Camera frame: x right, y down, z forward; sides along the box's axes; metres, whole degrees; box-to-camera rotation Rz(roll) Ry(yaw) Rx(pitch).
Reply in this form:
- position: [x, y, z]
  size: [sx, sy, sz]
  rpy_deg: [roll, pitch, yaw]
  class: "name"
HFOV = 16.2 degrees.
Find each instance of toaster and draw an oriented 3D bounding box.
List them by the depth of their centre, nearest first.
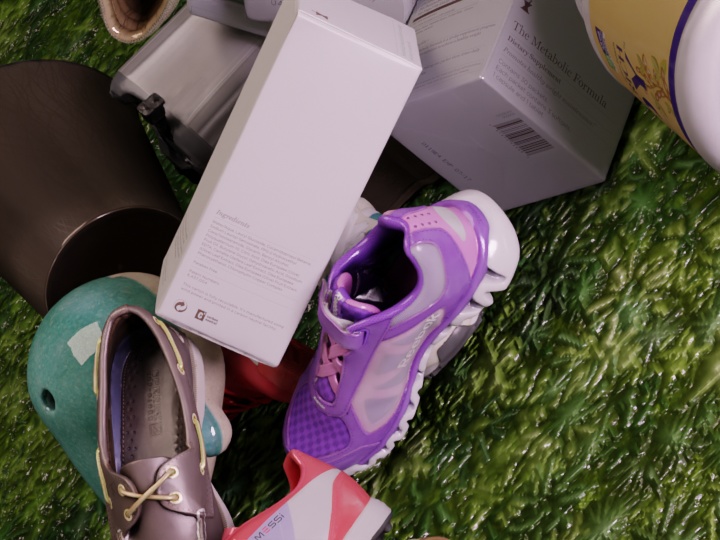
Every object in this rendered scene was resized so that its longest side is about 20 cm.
- position: [-0.083, -0.122, 1.740]
  size: [0.114, 0.200, 0.129]
  rpy_deg: [39, 84, 27]
  class: "toaster"

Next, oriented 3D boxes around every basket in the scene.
- position: [-0.199, -0.042, 1.757]
  size: [0.200, 0.180, 0.136]
  rpy_deg: [48, 137, 48]
  class: "basket"

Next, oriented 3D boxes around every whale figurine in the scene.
- position: [-0.146, 0.104, 1.572]
  size: [0.159, 0.104, 0.201]
  rpy_deg: [2, 103, 50]
  class: "whale figurine"

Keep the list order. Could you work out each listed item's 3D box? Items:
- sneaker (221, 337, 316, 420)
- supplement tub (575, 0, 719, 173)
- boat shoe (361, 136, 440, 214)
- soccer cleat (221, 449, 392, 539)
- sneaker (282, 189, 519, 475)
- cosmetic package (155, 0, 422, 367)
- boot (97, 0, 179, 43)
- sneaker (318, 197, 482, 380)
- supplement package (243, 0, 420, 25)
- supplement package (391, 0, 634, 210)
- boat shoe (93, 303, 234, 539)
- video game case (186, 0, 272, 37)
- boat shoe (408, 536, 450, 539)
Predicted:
- position: [-0.087, 0.086, 1.638]
  size: [0.116, 0.078, 0.200]
  rpy_deg: [-61, 16, 0]
  class: "sneaker"
- position: [0.205, -0.140, 1.370]
  size: [0.145, 0.145, 0.200]
  rpy_deg: [-48, 28, 7]
  class: "supplement tub"
- position: [0.002, -0.073, 1.683]
  size: [0.200, 0.072, 0.068]
  rpy_deg: [-27, 32, 22]
  class: "boat shoe"
- position: [-0.064, 0.183, 1.375]
  size: [0.200, 0.073, 0.068]
  rpy_deg: [-48, -6, -31]
  class: "soccer cleat"
- position: [0.004, 0.035, 1.465]
  size: [0.081, 0.088, 0.200]
  rpy_deg: [48, 116, 30]
  class: "sneaker"
- position: [-0.044, -0.060, 1.485]
  size: [0.200, 0.085, 0.108]
  rpy_deg: [-63, 9, 17]
  class: "cosmetic package"
- position: [-0.110, -0.252, 1.558]
  size: [0.155, 0.072, 0.200]
  rpy_deg: [-60, -14, -56]
  class: "boot"
- position: [0.000, 0.000, 1.565]
  size: [0.070, 0.093, 0.200]
  rpy_deg: [-50, 29, 4]
  class: "sneaker"
- position: [0.010, -0.253, 1.632]
  size: [0.117, 0.118, 0.200]
  rpy_deg: [13, 46, 18]
  class: "supplement package"
- position: [0.108, -0.155, 1.562]
  size: [0.109, 0.114, 0.200]
  rpy_deg: [-15, 46, 50]
  class: "supplement package"
- position: [-0.116, 0.115, 1.441]
  size: [0.072, 0.060, 0.201]
  rpy_deg: [-14, 63, 14]
  class: "boat shoe"
- position: [0.012, -0.204, 1.685]
  size: [0.199, 0.022, 0.182]
  rpy_deg: [18, 48, 16]
  class: "video game case"
- position: [-0.009, 0.230, 1.351]
  size: [0.200, 0.073, 0.063]
  rpy_deg: [-51, 20, -22]
  class: "boat shoe"
